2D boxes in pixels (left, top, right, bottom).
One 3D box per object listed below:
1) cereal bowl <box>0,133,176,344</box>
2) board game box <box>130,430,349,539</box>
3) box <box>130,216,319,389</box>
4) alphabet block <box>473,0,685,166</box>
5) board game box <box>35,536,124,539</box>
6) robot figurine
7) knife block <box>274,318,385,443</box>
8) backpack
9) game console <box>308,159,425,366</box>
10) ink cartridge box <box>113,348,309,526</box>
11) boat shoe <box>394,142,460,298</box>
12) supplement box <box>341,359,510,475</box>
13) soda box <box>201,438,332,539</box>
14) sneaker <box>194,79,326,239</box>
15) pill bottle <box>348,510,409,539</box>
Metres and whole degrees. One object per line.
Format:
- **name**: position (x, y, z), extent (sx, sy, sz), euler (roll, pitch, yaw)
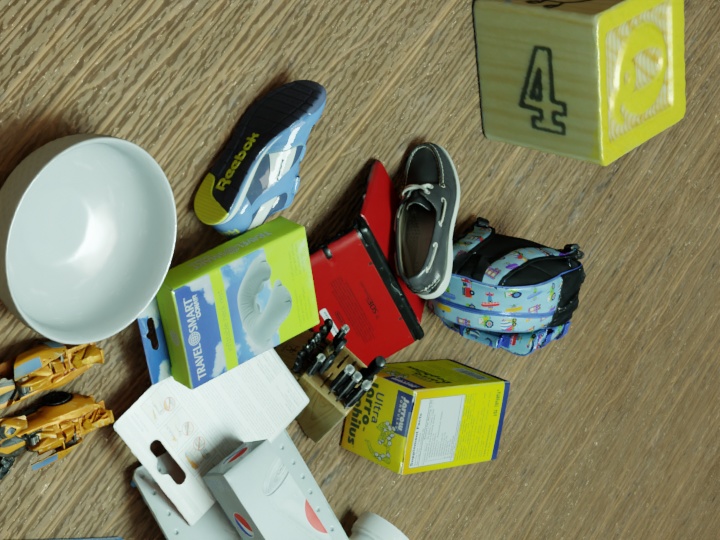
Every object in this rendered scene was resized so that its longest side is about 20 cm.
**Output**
- **cereal bowl**: position (-0.277, -0.036, 1.328), extent (0.199, 0.083, 0.203), euler (-18, 116, -42)
- **board game box**: position (-0.133, 0.273, 1.546), extent (0.199, 0.026, 0.201), euler (-26, 81, -39)
- **box**: position (-0.139, 0.037, 1.457), extent (0.199, 0.047, 0.123), euler (-28, 123, -33)
- **alphabet block**: position (0.282, -0.270, 1.762), extent (0.194, 0.199, 0.199), euler (-32, 125, -36)
- **board game box**: position (-0.327, 0.385, 1.455), extent (0.150, 0.036, 0.203), euler (10, 97, -49)
- **robot figurine**: position (-0.338, 0.141, 1.341), extent (0.199, 0.058, 0.147), euler (-26, 120, -40)
- **knife block**: position (-0.022, 0.139, 1.595), extent (0.064, 0.174, 0.201), euler (-47, 133, -24)
- **backpack**: position (0.169, 0.027, 1.739), extent (0.199, 0.181, 0.136), euler (-21, 124, -58)
- **game console**: position (0.000, 0.000, 1.689), extent (0.171, 0.119, 0.201), euler (-29, 129, 1)
- **ink cartridge box**: position (-0.168, 0.152, 1.516), extent (0.200, 0.050, 0.162), euler (-45, 119, -22)
- **boat shoe**: position (0.074, -0.069, 1.666), extent (0.060, 0.073, 0.203), euler (33, 57, -53)
- **supplement box**: position (0.086, 0.185, 1.777), extent (0.199, 0.109, 0.110), euler (1, 103, -48)
- **soda box**: position (-0.084, 0.284, 1.494), extent (0.068, 0.063, 0.201), euler (-36, 98, -29)
- **sneaker**: position (-0.100, -0.119, 1.503), extent (0.201, 0.074, 0.082), euler (-54, 137, -9)
- **pill bottle**: position (-0.020, 0.410, 1.739), extent (0.201, 0.111, 0.113), euler (-53, 135, -21)
